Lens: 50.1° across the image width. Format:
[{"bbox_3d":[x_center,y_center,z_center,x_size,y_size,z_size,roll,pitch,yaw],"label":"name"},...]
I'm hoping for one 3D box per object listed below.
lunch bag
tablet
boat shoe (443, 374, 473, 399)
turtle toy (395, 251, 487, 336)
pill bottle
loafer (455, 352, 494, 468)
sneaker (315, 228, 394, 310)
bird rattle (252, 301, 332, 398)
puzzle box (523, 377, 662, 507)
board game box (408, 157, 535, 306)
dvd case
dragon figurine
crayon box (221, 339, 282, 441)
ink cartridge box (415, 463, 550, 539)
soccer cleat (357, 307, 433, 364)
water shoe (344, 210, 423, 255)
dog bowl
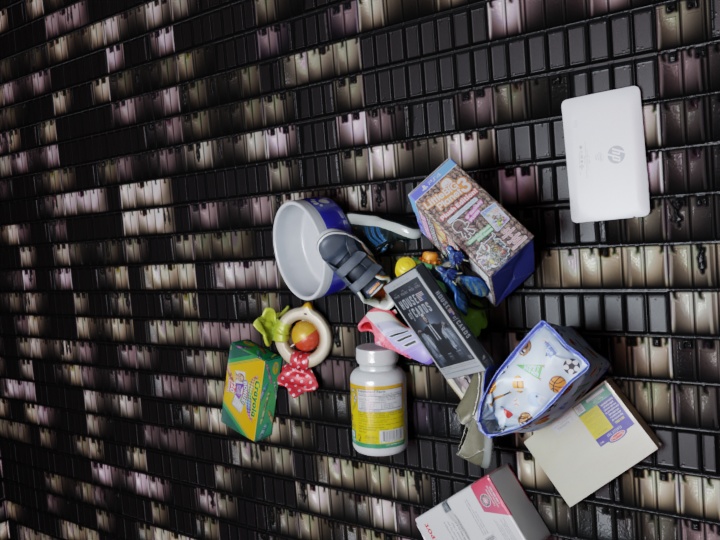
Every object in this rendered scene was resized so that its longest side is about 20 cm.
[{"bbox_3d":[0.282,0.184,1.238,0.124,0.169,0.201,46,107,28],"label":"lunch bag"},{"bbox_3d":[0.389,-0.182,1.228,0.129,0.014,0.203,-4,94,39],"label":"tablet"},{"bbox_3d":[0.204,0.203,1.393,0.065,0.072,0.201,-33,82,26],"label":"boat shoe"},{"bbox_3d":[0.142,0.047,1.393,0.200,0.101,0.146,50,164,21],"label":"turtle toy"},{"bbox_3d":[0.036,0.248,1.505,0.112,0.112,0.203,3,98,38],"label":"pill bottle"},{"bbox_3d":[0.198,0.240,1.322,0.069,0.075,0.203,3,96,9],"label":"loafer"},{"bbox_3d":[0.000,0.000,1.449,0.078,0.200,0.080,-44,32,12],"label":"sneaker"},{"bbox_3d":[-0.134,0.158,1.643,0.162,0.112,0.201,-34,77,19],"label":"bird rattle"},{"bbox_3d":[0.384,0.289,1.286,0.200,0.025,0.134,-47,67,33],"label":"puzzle box"},{"bbox_3d":[0.190,-0.062,1.296,0.097,0.160,0.200,-41,67,-4],"label":"board game box"},{"bbox_3d":[0.127,0.089,1.298,0.201,0.025,0.150,54,157,0],"label":"dvd case"},{"bbox_3d":[0.169,0.031,1.262,0.059,0.200,0.099,-41,32,-4],"label":"dragon figurine"},{"bbox_3d":[-0.252,0.275,1.775,0.118,0.058,0.202,20,108,35],"label":"crayon box"},{"bbox_3d":[0.219,0.468,1.404,0.200,0.084,0.146,-43,70,33],"label":"ink cartridge box"},{"bbox_3d":[0.069,0.130,1.453,0.200,0.076,0.067,41,163,50],"label":"soccer cleat"},{"bbox_3d":[0.046,-0.067,1.487,0.199,0.071,0.080,16,109,47],"label":"water shoe"},{"bbox_3d":[-0.095,-0.046,1.558,0.199,0.078,0.202,26,123,50],"label":"dog bowl"}]
